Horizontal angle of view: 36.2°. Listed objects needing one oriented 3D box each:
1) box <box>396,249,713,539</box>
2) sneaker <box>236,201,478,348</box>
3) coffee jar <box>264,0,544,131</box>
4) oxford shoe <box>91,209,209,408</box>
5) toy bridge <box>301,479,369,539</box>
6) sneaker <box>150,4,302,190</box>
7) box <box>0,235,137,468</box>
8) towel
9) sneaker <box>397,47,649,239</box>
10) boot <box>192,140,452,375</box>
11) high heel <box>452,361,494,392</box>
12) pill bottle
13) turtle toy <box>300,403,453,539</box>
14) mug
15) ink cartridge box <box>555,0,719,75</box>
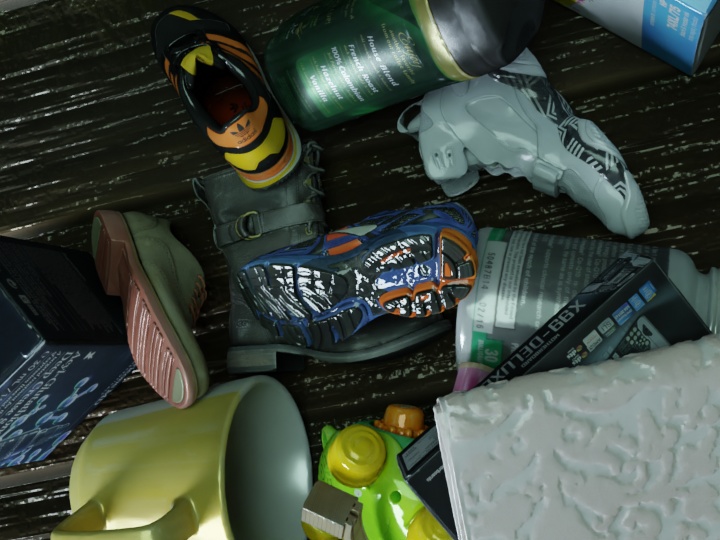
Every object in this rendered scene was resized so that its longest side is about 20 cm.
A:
[{"bbox_3d":[0.145,0.114,0.682,0.199,0.050,0.158,-40,100,1],"label":"box"},{"bbox_3d":[0.000,0.000,0.776,0.197,0.079,0.076,-9,117,29],"label":"sneaker"},{"bbox_3d":[0.031,-0.170,0.787,0.198,0.104,0.086,-12,117,41],"label":"coffee jar"},{"bbox_3d":[-0.144,0.019,0.834,0.201,0.073,0.071,59,143,38],"label":"oxford shoe"},{"bbox_3d":[-0.016,0.232,0.786,0.066,0.027,0.202,21,133,14],"label":"toy bridge"},{"bbox_3d":[-0.114,-0.155,0.844,0.070,0.090,0.201,-35,59,0],"label":"sneaker"},{"bbox_3d":[-0.268,0.065,0.830,0.148,0.200,0.107,-44,79,7],"label":"box"},{"bbox_3d":[0.154,0.144,0.646,0.197,0.032,0.194,-12,100,-4],"label":"towel"},{"bbox_3d":[0.117,-0.080,0.816,0.115,0.075,0.201,-40,73,8],"label":"sneaker"},{"bbox_3d":[-0.034,-0.014,0.848,0.197,0.069,0.177,-7,83,13],"label":"boot"},{"bbox_3d":[0.133,0.144,0.754,0.198,0.067,0.097,30,67,-25],"label":"high heel"},{"bbox_3d":[0.172,0.036,0.771,0.197,0.113,0.115,7,87,15],"label":"pill bottle"},{"bbox_3d":[0.049,0.177,0.788,0.200,0.146,0.101,42,56,13],"label":"turtle toy"},{"bbox_3d":[-0.139,0.153,0.811,0.151,0.187,0.152,-6,65,21],"label":"mug"},{"bbox_3d":[0.188,-0.264,0.773,0.199,0.146,0.148,32,93,14],"label":"ink cartridge box"}]
